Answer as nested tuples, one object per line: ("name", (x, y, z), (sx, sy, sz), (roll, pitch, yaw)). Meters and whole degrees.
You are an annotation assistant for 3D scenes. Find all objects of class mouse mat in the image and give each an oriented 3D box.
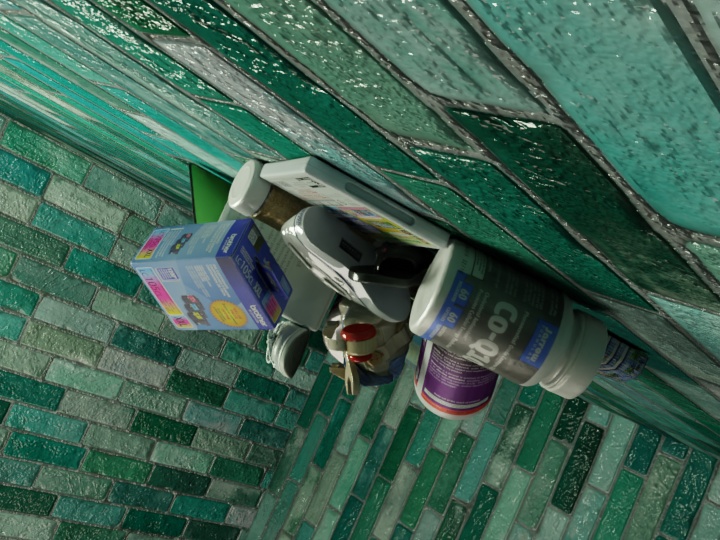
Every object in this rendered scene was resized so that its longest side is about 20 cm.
("mouse mat", (-0.210, -0.090, 1.380), (0.199, 0.007, 0.163), (30, -146, -40))

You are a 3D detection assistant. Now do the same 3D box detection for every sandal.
("sandal", (0.053, -0.012, 0.986), (0.074, 0.049, 0.199), (11, -168, 35))

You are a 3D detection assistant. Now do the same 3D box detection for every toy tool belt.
("toy tool belt", (0.017, 0.113, 1.092), (0.122, 0.125, 0.200), (-3, -167, 10))

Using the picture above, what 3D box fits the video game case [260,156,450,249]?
("video game case", (-0.013, -0.078, 0.930), (0.180, 0.022, 0.199), (28, 175, -20))

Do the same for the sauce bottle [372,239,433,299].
("sauce bottle", (0.085, 0.010, 1.124), (0.064, 0.066, 0.199), (21, 174, 41))

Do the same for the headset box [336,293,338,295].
("headset box", (-0.118, -0.037, 1.560), (0.173, 0.094, 0.199), (22, 176, 42))

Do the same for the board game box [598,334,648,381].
("board game box", (0.252, 0.088, 1.109), (0.197, 0.063, 0.200), (26, 176, -19))

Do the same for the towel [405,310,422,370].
("towel", (0.122, 0.139, 1.255), (0.146, 0.022, 0.201), (37, 161, 12))

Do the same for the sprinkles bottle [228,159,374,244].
("sprinkles bottle", (-0.075, -0.070, 1.060), (0.198, 0.069, 0.068), (28, 175, -30))

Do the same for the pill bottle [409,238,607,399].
("pill bottle", (0.163, 0.057, 0.893), (0.197, 0.115, 0.114), (25, 176, -5))

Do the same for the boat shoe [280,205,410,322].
("boat shoe", (-0.017, -0.005, 1.019), (0.200, 0.074, 0.065), (46, 143, -22))

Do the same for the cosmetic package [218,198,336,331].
("cosmetic package", (-0.122, -0.025, 1.228), (0.197, 0.167, 0.165), (26, 176, -5))

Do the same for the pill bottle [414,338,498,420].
("pill bottle", (0.135, 0.096, 1.051), (0.111, 0.113, 0.202), (24, 137, 16))

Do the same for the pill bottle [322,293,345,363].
("pill bottle", (0.015, 0.056, 1.292), (0.109, 0.112, 0.201), (25, -147, 0))

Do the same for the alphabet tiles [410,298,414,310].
("alphabet tiles", (0.089, 0.033, 1.231), (0.166, 0.008, 0.201), (33, -164, -23))

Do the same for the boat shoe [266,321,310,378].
("boat shoe", (-0.114, 0.109, 1.194), (0.064, 0.076, 0.202), (20, -178, 0))

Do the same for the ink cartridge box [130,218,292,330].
("ink cartridge box", (-0.181, 0.008, 1.063), (0.197, 0.077, 0.138), (-4, 133, 27))
